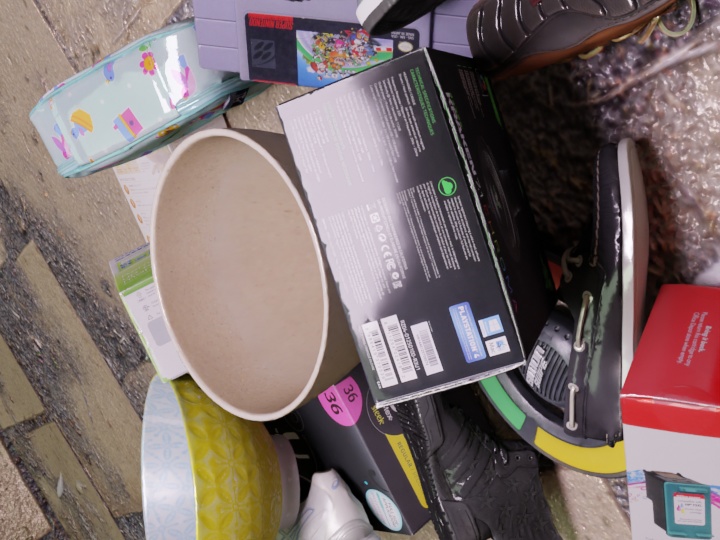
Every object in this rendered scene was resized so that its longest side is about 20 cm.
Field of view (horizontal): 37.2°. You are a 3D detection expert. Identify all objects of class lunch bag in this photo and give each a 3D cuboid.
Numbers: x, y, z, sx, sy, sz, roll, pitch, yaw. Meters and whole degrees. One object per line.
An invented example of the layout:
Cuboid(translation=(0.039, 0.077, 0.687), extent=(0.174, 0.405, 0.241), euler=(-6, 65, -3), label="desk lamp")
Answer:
Cuboid(translation=(-0.162, -0.151, 0.901), extent=(0.198, 0.160, 0.078), euler=(-21, 97, 27), label="lunch bag")

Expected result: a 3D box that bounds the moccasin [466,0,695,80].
Cuboid(translation=(0.138, -0.156, 0.591), extent=(0.201, 0.077, 0.074), euler=(-32, 75, 63), label="moccasin")

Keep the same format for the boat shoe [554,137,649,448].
Cuboid(translation=(0.154, 0.017, 0.681), extent=(0.060, 0.074, 0.202), euler=(2, 111, 24), label="boat shoe")

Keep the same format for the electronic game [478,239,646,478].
Cuboid(translation=(0.147, 0.067, 0.798), extent=(0.199, 0.041, 0.201), euler=(36, 143, 33), label="electronic game")

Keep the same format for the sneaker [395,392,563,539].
Cuboid(translation=(0.100, 0.156, 0.884), extent=(0.060, 0.103, 0.202), euler=(-166, 58, -70), label="sneaker")

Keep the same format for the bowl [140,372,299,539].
Cuboid(translation=(-0.113, 0.182, 0.902), extent=(0.200, 0.106, 0.203), euler=(178, 90, -67), label="bowl")

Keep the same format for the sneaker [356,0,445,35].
Cuboid(translation=(0.040, -0.240, 0.606), extent=(0.200, 0.083, 0.121), euler=(-43, 78, 33), label="sneaker")

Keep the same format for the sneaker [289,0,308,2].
Cuboid(translation=(-0.042, -0.238, 0.639), extent=(0.094, 0.201, 0.080), euler=(12, 147, 15), label="sneaker")

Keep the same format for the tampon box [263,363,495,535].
Cuboid(translation=(0.002, 0.141, 0.987), extent=(0.199, 0.126, 0.151), euler=(-16, 105, 58), label="tampon box")

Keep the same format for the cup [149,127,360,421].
Cuboid(translation=(-0.040, -0.008, 0.775), extent=(0.199, 0.142, 0.203), euler=(15, 111, 44), label="cup")

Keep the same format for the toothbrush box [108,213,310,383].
Cuboid(translation=(-0.134, 0.009, 0.937), extent=(0.087, 0.144, 0.200), euler=(66, 170, -12), label="toothbrush box")

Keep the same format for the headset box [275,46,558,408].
Cuboid(translation=(0.047, -0.034, 0.653), extent=(0.092, 0.200, 0.176), euler=(-17, 93, 17), label="headset box")

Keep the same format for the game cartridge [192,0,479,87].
Cuboid(translation=(-0.016, -0.181, 0.716), extent=(0.197, 0.039, 0.131), euler=(7, 129, 7), label="game cartridge")

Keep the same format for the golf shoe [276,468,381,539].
Cuboid(translation=(-0.046, 0.231, 0.968), extent=(0.200, 0.078, 0.098), euler=(-38, 71, 55), label="golf shoe")

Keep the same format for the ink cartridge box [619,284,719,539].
Cuboid(translation=(0.205, 0.091, 0.648), extent=(0.067, 0.116, 0.202), euler=(4, 124, 27), label="ink cartridge box")

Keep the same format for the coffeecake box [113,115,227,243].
Cuboid(translation=(-0.189, -0.107, 1.094), extent=(0.153, 0.073, 0.202), euler=(4, 120, 55), label="coffeecake box")
